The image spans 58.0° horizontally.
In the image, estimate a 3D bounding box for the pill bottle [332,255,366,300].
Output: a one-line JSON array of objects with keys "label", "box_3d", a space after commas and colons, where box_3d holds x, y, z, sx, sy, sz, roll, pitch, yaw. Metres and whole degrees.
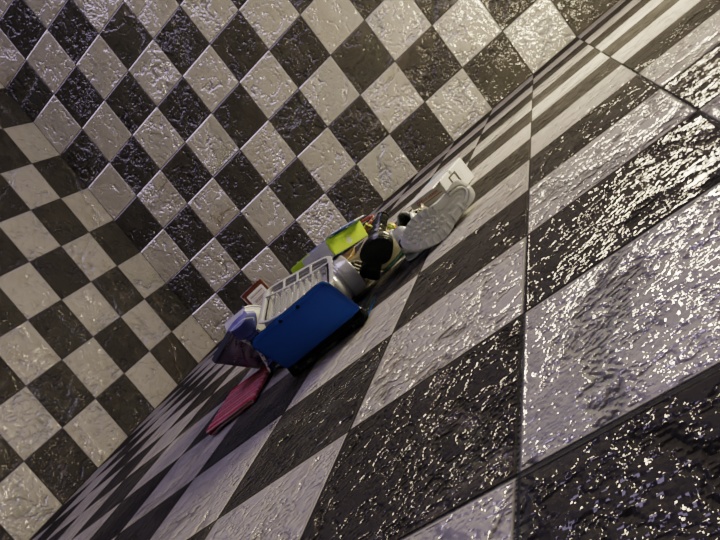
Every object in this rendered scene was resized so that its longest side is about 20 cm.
[{"label": "pill bottle", "box_3d": [-0.087, 0.069, 1.426, 0.199, 0.115, 0.114, -42, 7, -10]}]

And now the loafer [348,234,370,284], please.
[{"label": "loafer", "box_3d": [0.000, 0.000, 1.559, 0.201, 0.075, 0.069, -50, -13, -25]}]

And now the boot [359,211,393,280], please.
[{"label": "boot", "box_3d": [0.037, -0.075, 1.431, 0.201, 0.066, 0.134, 111, 171, -66]}]

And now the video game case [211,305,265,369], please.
[{"label": "video game case", "box_3d": [-0.252, 0.164, 1.545, 0.145, 0.019, 0.199, -59, -29, 4]}]

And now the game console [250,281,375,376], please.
[{"label": "game console", "box_3d": [-0.086, 0.093, 1.237, 0.198, 0.119, 0.171, -38, 7, 19]}]

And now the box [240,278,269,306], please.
[{"label": "box", "box_3d": [-0.233, 0.116, 1.673, 0.075, 0.100, 0.201, -42, -23, -13]}]

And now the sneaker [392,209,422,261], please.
[{"label": "sneaker", "box_3d": [0.125, -0.103, 1.425, 0.074, 0.089, 0.200, -37, 6, 31]}]

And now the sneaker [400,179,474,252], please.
[{"label": "sneaker", "box_3d": [0.156, -0.098, 1.335, 0.199, 0.077, 0.081, -39, -6, -21]}]

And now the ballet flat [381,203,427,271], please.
[{"label": "ballet flat", "box_3d": [0.099, -0.085, 1.541, 0.200, 0.070, 0.069, -44, 7, -18]}]

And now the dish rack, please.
[{"label": "dish rack", "box_3d": [-0.121, 0.051, 1.303, 0.168, 0.044, 0.201, -28, 17, 5]}]

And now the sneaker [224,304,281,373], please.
[{"label": "sneaker", "box_3d": [-0.209, 0.159, 1.456, 0.080, 0.116, 0.199, -39, -31, 6]}]

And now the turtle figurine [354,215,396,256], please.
[{"label": "turtle figurine", "box_3d": [0.049, -0.076, 1.720, 0.196, 0.065, 0.162, 13, 52, 40]}]

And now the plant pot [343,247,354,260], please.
[{"label": "plant pot", "box_3d": [-0.090, 0.003, 1.645, 0.197, 0.028, 0.201, -33, 18, 12]}]

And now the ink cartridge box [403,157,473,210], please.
[{"label": "ink cartridge box", "box_3d": [0.201, -0.196, 1.657, 0.115, 0.067, 0.200, -35, 9, 41]}]

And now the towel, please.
[{"label": "towel", "box_3d": [-0.263, 0.284, 1.465, 0.143, 0.023, 0.200, -38, 9, 15]}]

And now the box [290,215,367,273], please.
[{"label": "box", "box_3d": [-0.069, -0.047, 1.509, 0.121, 0.048, 0.199, -34, -1, -40]}]
